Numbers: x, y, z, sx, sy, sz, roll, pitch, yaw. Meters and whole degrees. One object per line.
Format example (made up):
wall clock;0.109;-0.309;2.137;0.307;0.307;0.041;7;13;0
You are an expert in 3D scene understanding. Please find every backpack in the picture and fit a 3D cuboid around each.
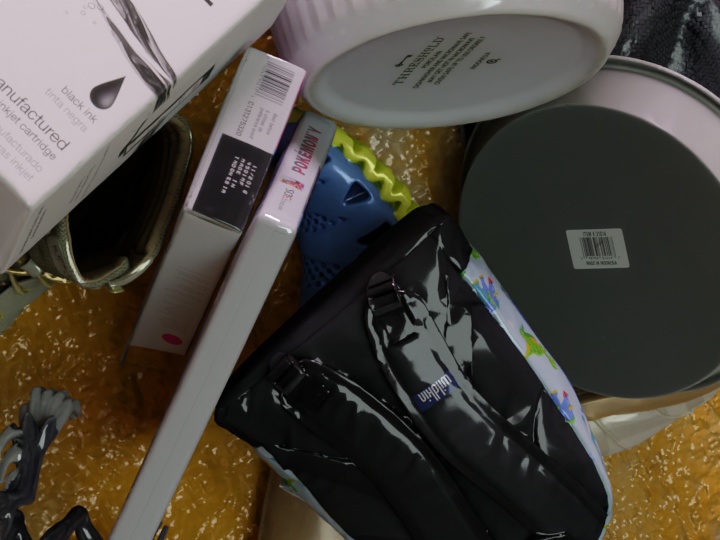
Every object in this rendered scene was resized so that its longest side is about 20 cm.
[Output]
backpack;0.044;0.085;1.435;0.163;0.154;0.200;-42;96;6

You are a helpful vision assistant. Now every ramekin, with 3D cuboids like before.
ramekin;0.043;-0.143;1.399;0.201;0.202;0.095;0;72;-25

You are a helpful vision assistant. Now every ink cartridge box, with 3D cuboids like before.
ink cartridge box;-0.076;-0.023;1.370;0.037;0.200;0.095;23;63;-6
ink cartridge box;-0.142;-0.123;1.267;0.146;0.084;0.200;43;62;2

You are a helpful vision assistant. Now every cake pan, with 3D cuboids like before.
cake pan;0.136;-0.016;1.485;0.037;0.199;0.201;-42;121;-51

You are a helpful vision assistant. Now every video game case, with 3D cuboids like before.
video game case;-0.070;0.033;1.373;0.023;0.182;0.201;25;109;-3

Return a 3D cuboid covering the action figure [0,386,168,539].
action figure;-0.190;0.116;1.397;0.200;0.118;0.103;39;48;-46

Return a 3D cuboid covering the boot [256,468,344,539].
boot;0.012;0.200;1.541;0.174;0.066;0.201;14;94;-27

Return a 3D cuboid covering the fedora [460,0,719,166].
fedora;0.150;-0.100;1.527;0.200;0.092;0.202;-5;103;-24

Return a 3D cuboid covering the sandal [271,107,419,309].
sandal;0.000;0.000;1.490;0.087;0.079;0.200;-39;113;-9

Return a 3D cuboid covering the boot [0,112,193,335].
boot;-0.168;-0.005;1.361;0.072;0.155;0.200;39;81;-26

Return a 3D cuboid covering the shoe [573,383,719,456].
shoe;0.127;0.071;1.579;0.199;0.070;0.054;-15;142;-21
